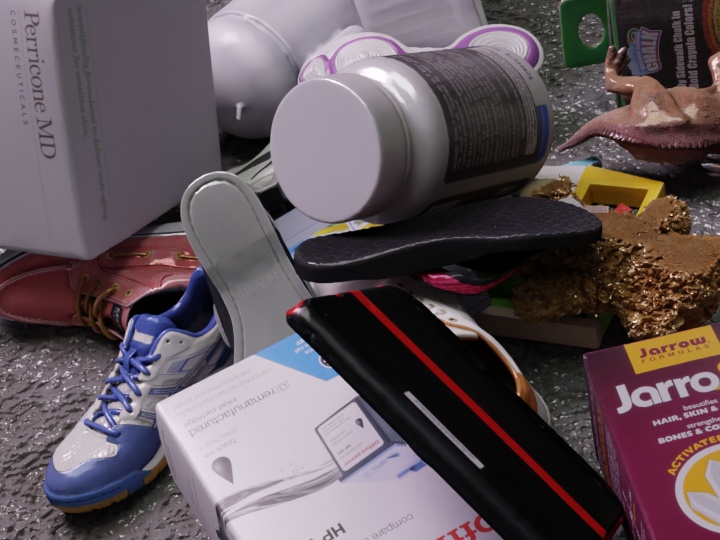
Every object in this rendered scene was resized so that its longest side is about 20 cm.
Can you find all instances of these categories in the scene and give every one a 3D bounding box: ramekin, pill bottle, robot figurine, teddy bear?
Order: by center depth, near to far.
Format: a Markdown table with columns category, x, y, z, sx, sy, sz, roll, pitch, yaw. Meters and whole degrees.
| category | x | y | z | sx | sy | sz | roll | pitch | yaw |
| --- | --- | --- | --- | --- | --- | --- | --- | --- | --- |
| teddy bear | 0.161 | -0.006 | 1.055 | 0.199 | 0.067 | 0.145 | 13 | 35 | 29 |
| pill bottle | 0.037 | -0.093 | 1.078 | 0.113 | 0.115 | 0.199 | 17 | 20 | 35 |
| ramekin | 0.043 | -0.260 | 1.346 | 0.097 | 0.201 | 0.201 | -17 | 36 | 9 |
| robot figurine | -0.074 | -0.191 | 1.356 | 0.169 | 0.113 | 0.200 | 5 | 40 | 40 |

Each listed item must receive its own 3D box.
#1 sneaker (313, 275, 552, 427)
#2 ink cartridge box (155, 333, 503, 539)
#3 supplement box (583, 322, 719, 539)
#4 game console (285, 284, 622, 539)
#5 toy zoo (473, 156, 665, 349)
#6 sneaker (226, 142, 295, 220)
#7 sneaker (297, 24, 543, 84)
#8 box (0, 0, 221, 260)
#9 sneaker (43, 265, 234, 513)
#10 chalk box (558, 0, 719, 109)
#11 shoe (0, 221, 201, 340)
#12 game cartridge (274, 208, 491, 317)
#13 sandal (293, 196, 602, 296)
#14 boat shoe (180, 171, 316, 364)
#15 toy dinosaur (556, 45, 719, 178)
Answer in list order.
| category | x | y | z | sx | sy | sz | roll | pitch | yaw |
| --- | --- | --- | --- | --- | --- | --- | --- | --- | --- |
| sneaker | 0.041 | 0.038 | 0.996 | 0.200 | 0.085 | 0.073 | 38 | 81 | 27 |
| ink cartridge box | -0.009 | 0.136 | 0.904 | 0.146 | 0.086 | 0.200 | -27 | 49 | -16 |
| supplement box | 0.203 | 0.127 | 0.875 | 0.110 | 0.086 | 0.201 | -14 | 36 | 1 |
| game console | 0.055 | 0.085 | 0.845 | 0.200 | 0.031 | 0.177 | 44 | 15 | 11 |
| toy zoo | 0.142 | -0.023 | 1.144 | 0.130 | 0.021 | 0.200 | 8 | 42 | 26 |
| sneaker | -0.021 | -0.091 | 1.242 | 0.199 | 0.074 | 0.089 | -19 | 39 | -8 |
| sneaker | 0.049 | -0.144 | 1.271 | 0.198 | 0.100 | 0.075 | -2 | 64 | 5 |
| box | -0.228 | -0.138 | 1.176 | 0.170 | 0.200 | 0.200 | 7 | 25 | 24 |
| sneaker | -0.149 | 0.074 | 1.056 | 0.075 | 0.089 | 0.200 | 14 | 45 | 34 |
| chalk box | 0.261 | -0.201 | 1.249 | 0.198 | 0.125 | 0.124 | 0 | 39 | 16 |
| shoe | -0.187 | 0.017 | 1.158 | 0.198 | 0.072 | 0.091 | -9 | 31 | 0 |
| game cartridge | 0.000 | 0.000 | 1.129 | 0.133 | 0.041 | 0.200 | -34 | 37 | 1 |
| sandal | 0.057 | -0.009 | 1.009 | 0.198 | 0.045 | 0.075 | -10 | 20 | 0 |
| boat shoe | -0.059 | 0.029 | 1.039 | 0.075 | 0.201 | 0.060 | -18 | -2 | 2 |
| toy dinosaur | 0.243 | -0.105 | 1.154 | 0.198 | 0.086 | 0.136 | -6 | 43 | 10 |
